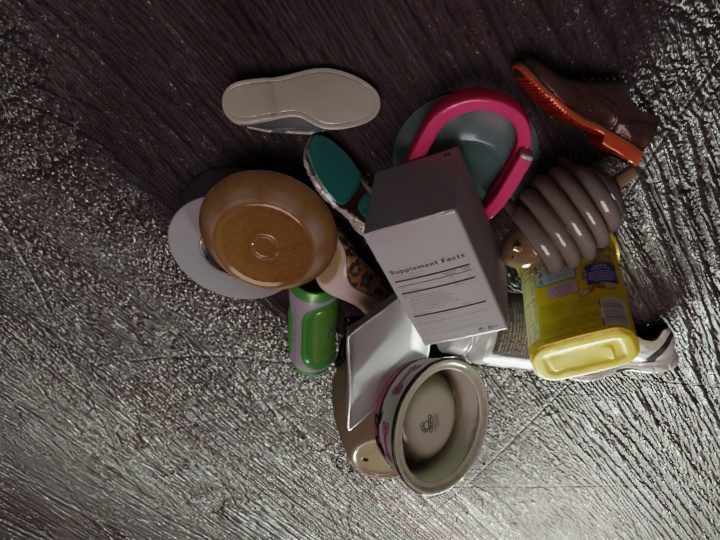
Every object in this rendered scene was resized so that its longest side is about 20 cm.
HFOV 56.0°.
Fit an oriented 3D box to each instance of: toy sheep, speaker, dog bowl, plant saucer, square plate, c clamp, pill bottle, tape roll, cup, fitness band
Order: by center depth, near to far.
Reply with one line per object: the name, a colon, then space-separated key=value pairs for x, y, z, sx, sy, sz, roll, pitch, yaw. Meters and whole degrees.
fitness band: x=0.130 y=-0.132 z=0.849 sx=0.140 sy=0.038 sz=0.202 roll=18 pitch=133 yaw=-10
toy sheep: x=0.262 y=-0.072 z=0.862 sx=0.199 sy=0.139 sz=0.138 roll=-39 pitch=122 yaw=12
plant saucer: x=0.139 y=-0.136 z=0.897 sx=0.195 sy=0.039 sz=0.204 roll=4 pitch=135 yaw=4
plant saucer: x=-0.130 y=-0.041 z=0.931 sx=0.194 sy=0.036 sz=0.204 roll=3 pitch=130 yaw=3
square plate: x=0.040 y=0.108 z=0.995 sx=0.028 sy=0.199 sz=0.202 roll=30 pitch=138 yaw=30
tape roll: x=-0.180 y=-0.051 z=1.003 sx=0.194 sy=0.067 sz=0.203 roll=3 pitch=134 yaw=3
c clamp: x=0.081 y=-0.026 z=1.021 sx=0.166 sy=0.027 sz=0.203 roll=12 pitch=139 yaw=5
dog bowl: x=0.103 y=0.226 z=1.025 sx=0.073 sy=0.202 sz=0.200 roll=10 pitch=150 yaw=52
pill bottle: x=0.221 y=0.090 z=1.036 sx=0.195 sy=0.115 sz=0.114 roll=9 pitch=136 yaw=-13
speaker: x=-0.076 y=0.081 z=1.103 sx=0.086 sy=0.090 sz=0.203 roll=7 pitch=135 yaw=1
cup: x=0.039 y=0.255 z=1.130 sx=0.194 sy=0.145 sz=0.204 roll=4 pitch=129 yaw=5

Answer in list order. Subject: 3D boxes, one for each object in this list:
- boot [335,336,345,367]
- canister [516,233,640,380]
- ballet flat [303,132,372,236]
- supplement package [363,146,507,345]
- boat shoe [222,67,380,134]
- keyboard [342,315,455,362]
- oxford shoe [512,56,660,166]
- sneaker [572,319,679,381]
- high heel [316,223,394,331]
boot: x=0.048 y=0.185 z=1.200 sx=0.195 sy=0.066 sz=0.168 roll=12 pitch=126 yaw=-8
canister: x=0.293 y=0.039 z=0.931 sx=0.145 sy=0.203 sz=0.087 roll=-18 pitch=130 yaw=23
ballet flat: x=-0.015 y=-0.094 z=0.928 sx=0.071 sy=0.072 sz=0.200 roll=-33 pitch=108 yaw=34
supplement package: x=0.100 y=-0.025 z=0.848 sx=0.117 sy=0.123 sz=0.202 roll=-13 pitch=129 yaw=23
boat shoe: x=-0.073 y=-0.208 z=0.855 sx=0.194 sy=0.075 sz=0.062 roll=-2 pitch=178 yaw=-1
keyboard: x=0.065 y=0.094 z=1.108 sx=0.194 sy=0.040 sz=0.107 roll=1 pitch=100 yaw=-17
oxford shoe: x=0.269 y=-0.206 z=0.808 sx=0.197 sy=0.071 sz=0.073 roll=29 pitch=103 yaw=-16
sneaker: x=0.411 y=0.124 z=1.104 sx=0.195 sy=0.074 sz=0.082 roll=-11 pitch=118 yaw=12
high heel: x=0.000 y=0.000 z=1.030 sx=0.071 sy=0.141 sz=0.204 roll=-24 pitch=85 yaw=36
